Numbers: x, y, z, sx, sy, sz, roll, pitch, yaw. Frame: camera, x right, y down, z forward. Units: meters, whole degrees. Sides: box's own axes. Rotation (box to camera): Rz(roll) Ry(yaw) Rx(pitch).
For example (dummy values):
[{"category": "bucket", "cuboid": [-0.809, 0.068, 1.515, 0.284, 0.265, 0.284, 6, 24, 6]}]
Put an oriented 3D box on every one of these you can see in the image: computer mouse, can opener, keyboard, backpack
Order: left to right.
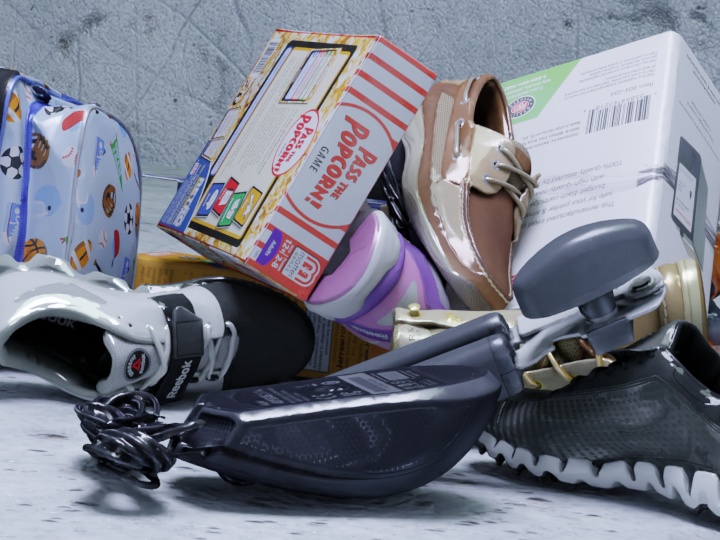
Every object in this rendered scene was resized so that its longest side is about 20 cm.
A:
[{"category": "backpack", "cuboid": [-0.216, -0.036, 1.335, 0.153, 0.202, 0.190, 11, 0, 5]}, {"category": "computer mouse", "cuboid": [-0.031, 0.081, 0.995, 0.198, 0.053, 0.138, -6, 5, -10]}, {"category": "keyboard", "cuboid": [0.037, -0.049, 1.370, 0.020, 0.201, 0.127, -22, -21, 17]}, {"category": "can opener", "cuboid": [0.056, 0.030, 1.063, 0.199, 0.067, 0.053, -21, 20, 7]}]

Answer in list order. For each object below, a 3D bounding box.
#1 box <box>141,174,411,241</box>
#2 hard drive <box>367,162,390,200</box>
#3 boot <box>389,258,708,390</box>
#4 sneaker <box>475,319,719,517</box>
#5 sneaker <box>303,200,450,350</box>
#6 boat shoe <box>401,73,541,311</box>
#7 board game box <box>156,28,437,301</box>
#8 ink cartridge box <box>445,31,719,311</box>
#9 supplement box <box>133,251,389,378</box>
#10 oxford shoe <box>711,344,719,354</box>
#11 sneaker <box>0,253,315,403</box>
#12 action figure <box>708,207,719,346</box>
[{"category": "box", "cuboid": [-0.041, -0.040, 1.473, 0.199, 0.033, 0.121, 9, 3, 25]}, {"category": "hard drive", "cuboid": [0.030, -0.026, 1.626, 0.134, 0.043, 0.201, 6, -32, 5]}, {"category": "boot", "cuboid": [0.095, 0.043, 1.153, 0.154, 0.073, 0.200, 4, -17, -8]}, {"category": "sneaker", "cuboid": [0.139, 0.067, 1.064, 0.199, 0.091, 0.066, 10, 6, 40]}, {"category": "sneaker", "cuboid": [0.000, 0.000, 1.289, 0.088, 0.081, 0.200, 35, 4, -21]}, {"category": "boat shoe", "cuboid": [0.069, -0.054, 1.295, 0.071, 0.201, 0.076, -28, -49, 16]}, {"category": "board game box", "cuboid": [-0.044, -0.069, 1.292, 0.046, 0.152, 0.200, 32, -4, -20]}, {"category": "ink cartridge box", "cuboid": [0.142, -0.035, 1.339, 0.145, 0.201, 0.084, -14, -44, 32]}, {"category": "supplement box", "cuboid": [-0.055, 0.031, 1.383, 0.198, 0.069, 0.066, 5, 4, 18]}, {"category": "oxford shoe", "cuboid": [0.196, 0.075, 1.199, 0.072, 0.072, 0.200, 3, -6, 11]}, {"category": "sneaker", "cuboid": [-0.119, 0.046, 1.206, 0.198, 0.075, 0.089, 6, 23, -14]}, {"category": "action figure", "cuboid": [0.171, 0.021, 1.376, 0.198, 0.105, 0.194, -3, 38, -1]}]
